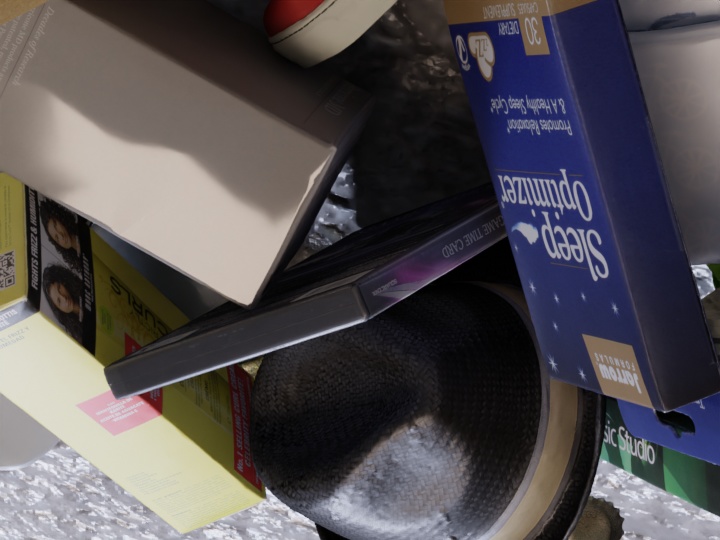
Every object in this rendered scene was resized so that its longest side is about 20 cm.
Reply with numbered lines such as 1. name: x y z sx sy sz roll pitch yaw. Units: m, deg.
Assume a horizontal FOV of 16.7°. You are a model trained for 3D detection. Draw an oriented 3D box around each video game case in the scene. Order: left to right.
1. video game case: 0.000 0.000 1.061 0.142 0.200 0.019 -19 96 37

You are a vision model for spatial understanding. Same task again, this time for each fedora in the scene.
1. fedora: 0.015 0.067 1.097 0.091 0.202 0.200 11 151 -37

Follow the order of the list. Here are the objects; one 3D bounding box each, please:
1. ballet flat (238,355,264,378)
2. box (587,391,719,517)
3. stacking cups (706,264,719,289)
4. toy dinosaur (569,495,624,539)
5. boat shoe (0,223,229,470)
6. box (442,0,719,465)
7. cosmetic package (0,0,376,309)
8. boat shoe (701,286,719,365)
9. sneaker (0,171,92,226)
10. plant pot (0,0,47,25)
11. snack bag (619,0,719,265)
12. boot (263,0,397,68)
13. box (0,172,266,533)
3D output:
1. ballet flat: -0.085 0.037 1.235 0.199 0.071 0.071 -1 139 23
2. box: 0.185 0.068 1.050 0.143 0.037 0.200 -4 -172 -19
3. stacking cups: 0.147 -0.045 1.045 0.060 0.061 0.200 -16 130 36
4. toy dinosaur: 0.063 0.113 1.249 0.199 0.077 0.102 33 165 15
5. boat shoe: -0.118 0.013 1.183 0.073 0.068 0.200 39 101 -16
6. box: 0.090 -0.018 0.961 0.121 0.032 0.201 -168 59 -73
7. cosmetic package: -0.102 -0.076 1.023 0.199 0.107 0.091 26 109 0
8. boat shoe: 0.202 0.018 1.003 0.074 0.200 0.063 -1 106 41
9. sneaker: -0.172 -0.032 1.151 0.081 0.075 0.200 46 154 -11
10. plant pot: -0.161 -0.158 0.875 0.186 0.200 0.187 25 142 21
11. snack bag: 0.162 -0.096 0.945 0.187 0.021 0.201 -3 115 22
12. boot: -0.022 -0.170 0.961 0.144 0.073 0.200 42 148 -4
13. box: -0.113 0.040 1.085 0.050 0.076 0.200 -21 141 18
